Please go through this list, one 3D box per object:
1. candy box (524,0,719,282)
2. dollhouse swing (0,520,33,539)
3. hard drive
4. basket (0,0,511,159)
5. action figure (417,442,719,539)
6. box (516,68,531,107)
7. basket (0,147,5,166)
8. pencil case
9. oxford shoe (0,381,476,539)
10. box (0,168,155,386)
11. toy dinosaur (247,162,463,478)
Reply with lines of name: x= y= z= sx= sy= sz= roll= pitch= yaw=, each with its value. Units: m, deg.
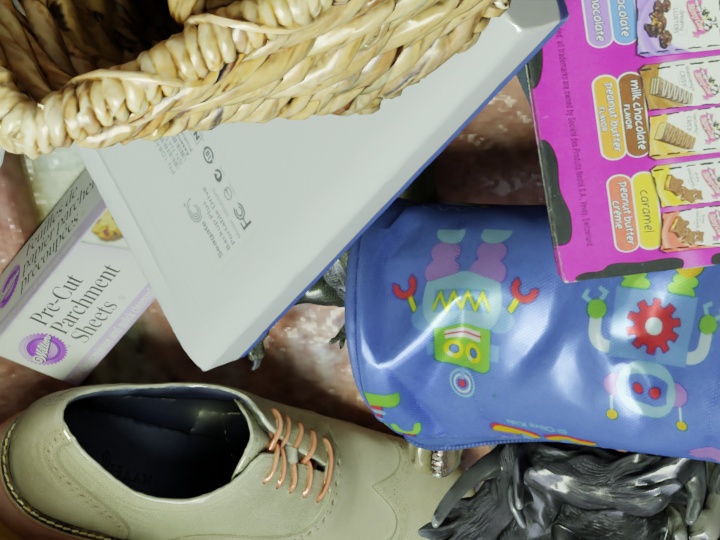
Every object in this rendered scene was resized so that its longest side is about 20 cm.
candy box: x=0.147 y=-0.075 z=0.718 sx=0.199 sy=0.061 sz=0.137 roll=-6 pitch=133 yaw=7
dollhouse swing: x=-0.162 y=0.181 z=0.914 sx=0.199 sy=0.181 sz=0.177 roll=14 pitch=100 yaw=-49
hard drive: x=-0.029 y=-0.073 z=0.734 sx=0.025 sy=0.132 sz=0.200 roll=-19 pitch=163 yaw=-38
basket: x=-0.040 y=-0.144 z=0.590 sx=0.143 sy=0.201 sz=0.149 roll=-36 pitch=165 yaw=34
action figure: x=0.095 y=0.065 z=0.904 sx=0.118 sy=0.103 sz=0.199 roll=-25 pitch=155 yaw=33
box: x=0.130 y=-0.080 z=0.795 sx=0.157 sy=0.051 sz=0.200 roll=-15 pitch=134 yaw=14
basket: x=-0.214 y=-0.053 z=0.715 sx=0.160 sy=0.199 sz=0.201 roll=2 pitch=139 yaw=14
pencil case: x=0.092 y=0.023 z=0.795 sx=0.199 sy=0.087 sz=0.078 roll=4 pitch=176 yaw=24
oxford shoe: x=-0.036 y=0.081 z=0.930 sx=0.199 sy=0.071 sz=0.074 roll=6 pitch=157 yaw=-25
box: x=-0.065 y=-0.033 z=0.854 sx=0.041 sy=0.039 sz=0.200 roll=25 pitch=132 yaw=-23
toy dinosaur: x=0.000 y=0.000 z=0.886 sx=0.088 sy=0.048 sz=0.201 roll=-13 pitch=136 yaw=-9
